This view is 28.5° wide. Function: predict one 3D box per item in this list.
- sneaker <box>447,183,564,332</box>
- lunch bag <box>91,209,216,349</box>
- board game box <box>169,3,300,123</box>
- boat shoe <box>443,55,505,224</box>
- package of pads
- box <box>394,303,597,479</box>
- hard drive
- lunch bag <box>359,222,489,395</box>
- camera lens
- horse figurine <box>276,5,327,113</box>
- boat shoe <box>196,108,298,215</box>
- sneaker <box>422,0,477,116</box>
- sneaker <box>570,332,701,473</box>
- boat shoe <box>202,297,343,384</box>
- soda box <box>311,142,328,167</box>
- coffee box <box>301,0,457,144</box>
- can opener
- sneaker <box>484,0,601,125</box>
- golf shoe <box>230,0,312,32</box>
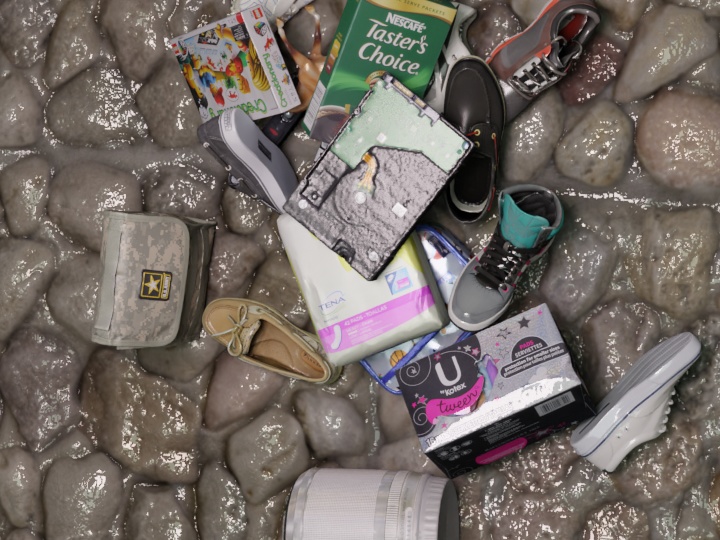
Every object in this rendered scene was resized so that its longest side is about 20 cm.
[{"bbox_3d":[0.174,-0.027,1.647,0.083,0.121,0.200,31,62,15],"label":"sneaker"},{"bbox_3d":[-0.266,0.009,1.774,0.116,0.200,0.166,9,94,15],"label":"lunch bag"},{"bbox_3d":[-0.156,-0.245,1.740,0.199,0.034,0.127,-4,112,58],"label":"board game box"},{"bbox_3d":[0.133,-0.154,1.689,0.073,0.063,0.203,4,118,12],"label":"boat shoe"},{"bbox_3d":[0.000,0.000,1.694,0.153,0.068,0.202,-22,85,16],"label":"package of pads"},{"bbox_3d":[0.160,0.143,1.676,0.199,0.132,0.115,-25,62,7],"label":"box"},{"bbox_3d":[0.022,-0.107,1.629,0.139,0.038,0.201,39,101,9],"label":"hard drive"},{"bbox_3d":[0.073,0.047,1.751,0.200,0.076,0.160,-44,84,14],"label":"lunch bag"},{"bbox_3d":[0.011,0.325,1.736,0.198,0.160,0.162,0,93,15],"label":"camera lens"},{"bbox_3d":[-0.017,-0.257,1.697,0.198,0.050,0.134,-10,122,0],"label":"horse figurine"},{"bbox_3d":[-0.137,-0.124,1.748,0.066,0.200,0.071,-14,57,20],"label":"boat shoe"},{"bbox_3d":[0.107,-0.229,1.726,0.088,0.074,0.202,3,94,17],"label":"sneaker"},{"bbox_3d":[0.341,0.159,1.695,0.071,0.073,0.200,40,106,-10],"label":"sneaker"},{"bbox_3d":[-0.117,0.089,1.808,0.198,0.063,0.074,20,98,14],"label":"boat shoe"},{"bbox_3d":[-0.024,-0.113,1.768,0.063,0.068,0.202,24,98,21],"label":"soda box"},{"bbox_3d":[0.021,-0.236,1.655,0.122,0.044,0.201,15,111,-22],"label":"coffee box"},{"bbox_3d":[-0.100,-0.179,1.790,0.200,0.063,0.079,-45,82,12],"label":"can opener"},{"bbox_3d":[0.209,-0.248,1.682,0.077,0.082,0.201,33,102,-22],"label":"sneaker"},{"bbox_3d":[-0.110,-0.334,1.782,0.096,0.078,0.202,13,97,8],"label":"golf shoe"}]
